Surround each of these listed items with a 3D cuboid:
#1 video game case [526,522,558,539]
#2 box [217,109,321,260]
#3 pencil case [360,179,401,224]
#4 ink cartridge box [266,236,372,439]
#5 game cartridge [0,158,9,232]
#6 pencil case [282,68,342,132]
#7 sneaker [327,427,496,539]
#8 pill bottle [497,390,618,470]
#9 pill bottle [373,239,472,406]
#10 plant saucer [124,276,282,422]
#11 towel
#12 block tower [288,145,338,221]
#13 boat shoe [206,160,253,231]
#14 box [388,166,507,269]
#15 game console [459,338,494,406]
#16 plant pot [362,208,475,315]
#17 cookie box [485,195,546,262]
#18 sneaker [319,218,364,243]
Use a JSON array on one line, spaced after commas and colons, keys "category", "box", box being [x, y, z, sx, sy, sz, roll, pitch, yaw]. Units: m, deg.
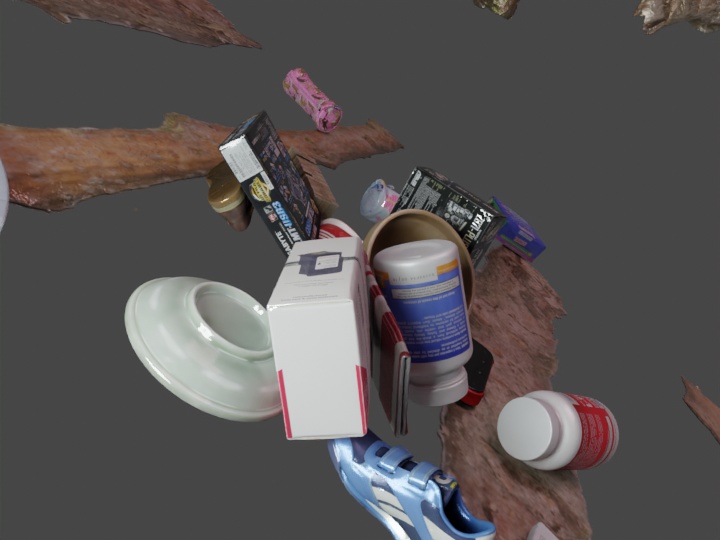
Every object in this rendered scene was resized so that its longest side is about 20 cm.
[{"category": "video game case", "box": [0.236, 0.384, 0.678, 0.182, 0.024, 0.200, 44, 22, 15]}, {"category": "box", "box": [-0.126, -0.129, 0.968, 0.200, 0.050, 0.199, -91, 155, -66]}, {"category": "pencil case", "box": [0.094, -0.113, 1.373, 0.200, 0.083, 0.091, 30, 44, -24]}, {"category": "ink cartridge box", "box": [-0.035, 0.062, 0.688, 0.084, 0.145, 0.200, -4, 19, 4]}, {"category": "game cartridge", "box": [-0.405, -0.101, 0.595, 0.133, 0.041, 0.200, 18, 29, -52]}, {"category": "pencil case", "box": [-0.130, -0.455, 1.711, 0.083, 0.087, 0.200, -19, 55, -29]}, {"category": "sneaker", "box": [0.050, 0.215, 0.636, 0.200, 0.082, 0.074, 44, 23, 18]}, {"category": "pill bottle", "box": [0.289, 0.236, 0.944, 0.200, 0.112, 0.112, 17, 30, -45]}, {"category": "pill bottle", "box": [0.086, 0.069, 0.837, 0.112, 0.112, 0.201, -49, 131, -69]}, {"category": "plant saucer", "box": [-0.142, 0.064, 0.671, 0.200, 0.050, 0.200, 33, 21, -15]}, {"category": "towel", "box": [0.026, 0.086, 0.797, 0.023, 0.144, 0.200, -10, 39, -12]}, {"category": "block tower", "box": [-0.098, -0.154, 1.181, 0.054, 0.058, 0.200, 23, 27, -34]}, {"category": "boat shoe", "box": [-0.185, -0.120, 0.972, 0.072, 0.072, 0.200, 61, 5, -29]}, {"category": "box", "box": [0.126, -0.052, 1.111, 0.164, 0.200, 0.086, 36, 19, 22]}, {"category": "game console", "box": [0.132, 0.127, 1.035, 0.177, 0.031, 0.200, 35, 19, 7]}, {"category": "plant pot", "box": [0.070, 0.015, 0.969, 0.200, 0.093, 0.202, 8, 74, -30]}, {"category": "cookie box", "box": [0.491, -0.136, 2.090, 0.171, 0.075, 0.200, 31, 22, -20]}, {"category": "sneaker", "box": [0.000, 0.000, 1.030, 0.199, 0.079, 0.116, 28, 29, 4]}]
